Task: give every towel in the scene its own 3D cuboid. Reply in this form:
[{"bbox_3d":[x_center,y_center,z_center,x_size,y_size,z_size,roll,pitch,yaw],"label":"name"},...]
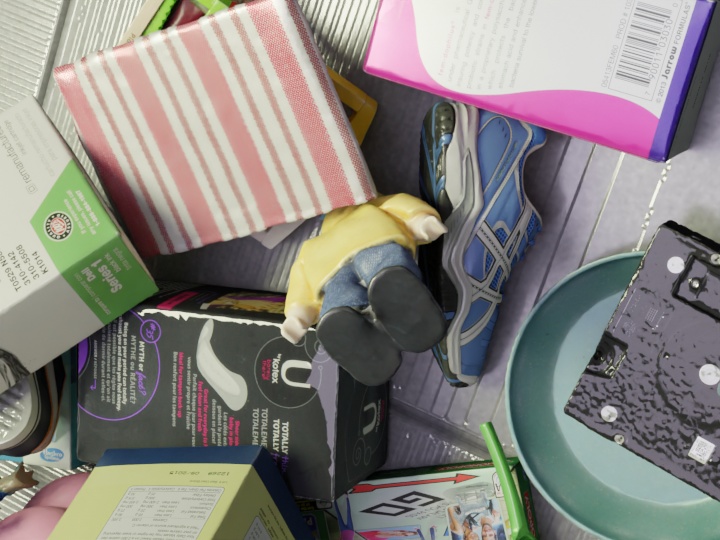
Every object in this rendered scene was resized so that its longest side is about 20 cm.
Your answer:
[{"bbox_3d":[-0.096,-0.093,0.932,0.200,0.030,0.147,-12,111,30],"label":"towel"}]

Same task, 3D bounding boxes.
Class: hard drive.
[{"bbox_3d":[0.243,0.075,0.872,0.200,0.038,0.140,29,107,16],"label":"hard drive"}]

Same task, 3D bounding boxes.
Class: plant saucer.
[{"bbox_3d":[0.195,0.084,0.932,0.200,0.036,0.201,4,100,21],"label":"plant saucer"}]

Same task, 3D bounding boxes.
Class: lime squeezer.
[{"bbox_3d":[0.099,0.206,0.965,0.071,0.038,0.200,22,109,50],"label":"lime squeezer"}]

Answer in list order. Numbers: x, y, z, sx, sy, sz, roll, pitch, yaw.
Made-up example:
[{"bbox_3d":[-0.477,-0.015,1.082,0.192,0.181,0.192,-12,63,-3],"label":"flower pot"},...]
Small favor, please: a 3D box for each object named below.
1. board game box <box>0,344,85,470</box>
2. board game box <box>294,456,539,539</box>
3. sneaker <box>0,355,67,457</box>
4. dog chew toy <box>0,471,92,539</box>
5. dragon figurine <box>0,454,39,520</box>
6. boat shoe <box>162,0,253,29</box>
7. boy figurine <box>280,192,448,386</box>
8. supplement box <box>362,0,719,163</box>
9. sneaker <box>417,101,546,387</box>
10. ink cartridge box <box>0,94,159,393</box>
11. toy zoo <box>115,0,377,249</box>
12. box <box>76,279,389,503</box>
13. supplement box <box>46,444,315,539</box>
[{"bbox_3d":[-0.278,0.045,1.109,0.151,0.047,0.201,5,100,21],"label":"board game box"},{"bbox_3d":[0.032,0.210,1.019,0.200,0.029,0.135,-10,93,22],"label":"board game box"},{"bbox_3d":[-0.262,0.040,1.038,0.078,0.079,0.200,-11,69,5],"label":"sneaker"},{"bbox_3d":[-0.220,0.221,1.029,0.124,0.200,0.125,3,100,21],"label":"dog chew toy"},{"bbox_3d":[-0.296,0.174,1.011,0.099,0.200,0.059,-41,93,20],"label":"dragon figurine"},{"bbox_3d":[-0.105,-0.193,0.995,0.074,0.066,0.200,31,108,14],"label":"boat shoe"},{"bbox_3d":[0.000,0.000,0.905,0.124,0.200,0.064,-39,108,9],"label":"boy figurine"},{"bbox_3d":[0.117,-0.147,0.894,0.200,0.103,0.101,20,105,17],"label":"supplement box"},{"bbox_3d":[0.081,-0.012,0.942,0.077,0.076,0.200,-4,116,-12],"label":"sneaker"},{"bbox_3d":[-0.262,0.001,0.961,0.200,0.084,0.146,-34,61,-6],"label":"ink cartridge box"},{"bbox_3d":[-0.081,-0.103,0.986,0.200,0.020,0.131,33,112,-12],"label":"toy zoo"},{"bbox_3d":[-0.088,0.079,1.006,0.200,0.106,0.123,6,100,21],"label":"box"},{"bbox_3d":[-0.117,0.254,0.926,0.134,0.200,0.200,-6,125,30],"label":"supplement box"}]
